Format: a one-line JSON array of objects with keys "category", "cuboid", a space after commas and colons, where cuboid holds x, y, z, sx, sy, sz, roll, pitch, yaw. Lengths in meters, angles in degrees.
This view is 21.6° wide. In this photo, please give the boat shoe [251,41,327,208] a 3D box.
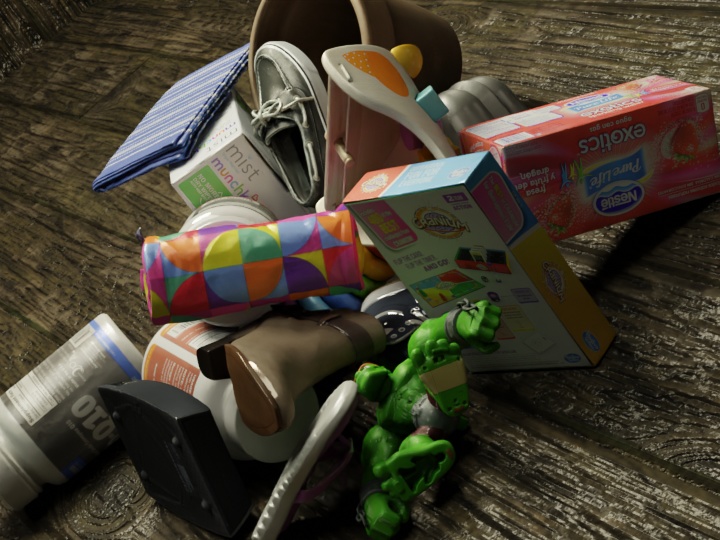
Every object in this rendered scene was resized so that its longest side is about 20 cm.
[{"category": "boat shoe", "cuboid": [-0.072, -0.145, 1.874, 0.068, 0.200, 0.074, -2, -27, -41]}]

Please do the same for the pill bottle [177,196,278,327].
[{"category": "pill bottle", "cuboid": [-0.123, -0.008, 1.781, 0.114, 0.114, 0.200, -36, 7, 2]}]

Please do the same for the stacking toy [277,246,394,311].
[{"category": "stacking toy", "cuboid": [0.000, 0.000, 1.758, 0.200, 0.085, 0.085, -50, 18, 21]}]

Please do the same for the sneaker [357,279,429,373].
[{"category": "sneaker", "cuboid": [0.081, 0.037, 1.666, 0.200, 0.070, 0.109, -27, 26, 25]}]

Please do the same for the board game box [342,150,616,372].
[{"category": "board game box", "cuboid": [0.097, -0.002, 1.548, 0.153, 0.200, 0.040, -6, 38, 50]}]

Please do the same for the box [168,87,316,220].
[{"category": "box", "cuboid": [-0.106, -0.073, 1.973, 0.097, 0.200, 0.177, -35, 24, 7]}]

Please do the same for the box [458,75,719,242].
[{"category": "box", "cuboid": [0.198, -0.095, 1.624, 0.200, 0.095, 0.103, -17, 18, -16]}]

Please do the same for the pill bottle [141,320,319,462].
[{"category": "pill bottle", "cuboid": [-0.119, 0.112, 1.751, 0.112, 0.112, 0.200, -43, 27, -14]}]

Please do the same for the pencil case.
[{"category": "pencil case", "cuboid": [-0.096, -0.005, 1.639, 0.199, 0.089, 0.088, -8, 25, -1]}]

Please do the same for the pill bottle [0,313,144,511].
[{"category": "pill bottle", "cuboid": [-0.307, 0.149, 1.953, 0.200, 0.114, 0.114, -40, 23, -7]}]

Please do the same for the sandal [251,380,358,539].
[{"category": "sandal", "cuboid": [-0.032, 0.162, 1.551, 0.203, 0.050, 0.083, -59, 4, 45]}]

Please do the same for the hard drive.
[{"category": "hard drive", "cuboid": [-0.167, 0.163, 1.709, 0.042, 0.135, 0.200, -30, 17, -22]}]

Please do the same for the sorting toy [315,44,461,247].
[{"category": "sorting toy", "cuboid": [0.050, -0.079, 1.624, 0.107, 0.200, 0.180, -25, 57, -21]}]

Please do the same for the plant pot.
[{"category": "plant pot", "cuboid": [0.009, -0.214, 1.961, 0.174, 0.201, 0.200, -1, -4, -40]}]

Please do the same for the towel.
[{"category": "towel", "cuboid": [-0.191, -0.159, 1.985, 0.145, 0.024, 0.200, -21, 26, 39]}]

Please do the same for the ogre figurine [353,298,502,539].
[{"category": "ogre figurine", "cuboid": [0.047, 0.114, 1.534, 0.098, 0.201, 0.120, 5, 6, -12]}]

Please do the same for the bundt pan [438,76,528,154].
[{"category": "bundt pan", "cuboid": [0.075, -0.126, 1.876, 0.202, 0.076, 0.202, -33, -2, -1]}]

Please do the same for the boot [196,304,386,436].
[{"category": "boot", "cuboid": [-0.046, 0.074, 1.590, 0.146, 0.070, 0.200, -14, 22, -22]}]
